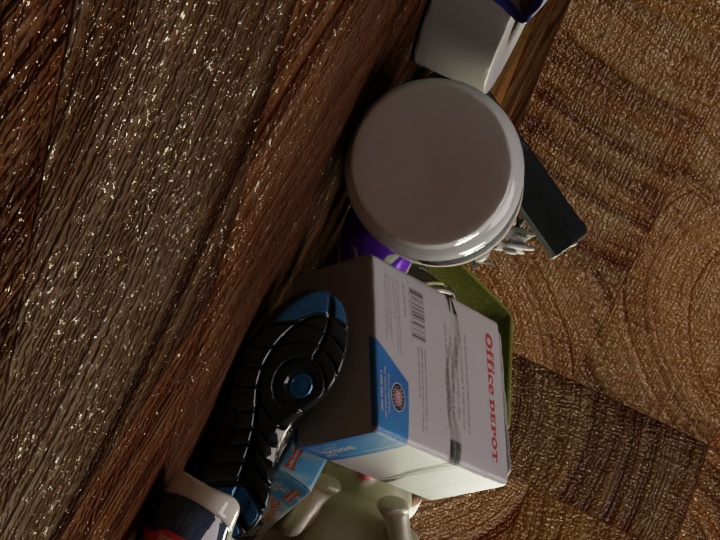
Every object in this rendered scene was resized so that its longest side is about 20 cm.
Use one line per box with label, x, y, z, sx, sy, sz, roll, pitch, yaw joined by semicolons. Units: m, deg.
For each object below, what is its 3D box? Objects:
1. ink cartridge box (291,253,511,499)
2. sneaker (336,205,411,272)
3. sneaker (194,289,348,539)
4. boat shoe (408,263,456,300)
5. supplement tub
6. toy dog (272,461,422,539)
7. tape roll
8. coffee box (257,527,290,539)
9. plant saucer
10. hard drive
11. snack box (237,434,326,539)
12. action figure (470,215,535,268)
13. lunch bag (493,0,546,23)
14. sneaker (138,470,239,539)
ink cartridge box;0.034;0.091;1.625;0.200;0.084;0.146;28;54;-50
sneaker;0.032;-0.080;1.738;0.100;0.069;0.201;97;12;-59
sneaker;-0.077;0.102;1.527;0.201;0.073;0.082;-61;-167;0
boat shoe;0.004;0.047;1.735;0.201;0.060;0.072;-30;132;-44
supplement tub;0.060;-0.076;1.595;0.200;0.140;0.141;25;90;-85
toy dog;-0.007;0.240;1.708;0.194;0.139;0.201;83;17;-58
tape roll;0.118;-0.256;1.734;0.202;0.070;0.203;25;90;-85
coffee box;-0.120;0.321;1.778;0.200;0.114;0.080;-61;174;-37
plant saucer;0.070;0.050;2.006;0.048;0.200;0.200;-36;-157;26
hard drive;0.138;-0.104;1.858;0.033;0.200;0.140;-36;177;11
snack box;-0.071;0.168;1.702;0.200;0.037;0.116;-46;-168;52
action figure;0.094;-0.071;1.864;0.069;0.130;0.201;-46;-144;29
lunch bag;0.139;-0.308;1.420;0.200;0.123;0.170;-59;179;40
sneaker;-0.129;0.215;1.447;0.085;0.075;0.200;-61;166;-23
